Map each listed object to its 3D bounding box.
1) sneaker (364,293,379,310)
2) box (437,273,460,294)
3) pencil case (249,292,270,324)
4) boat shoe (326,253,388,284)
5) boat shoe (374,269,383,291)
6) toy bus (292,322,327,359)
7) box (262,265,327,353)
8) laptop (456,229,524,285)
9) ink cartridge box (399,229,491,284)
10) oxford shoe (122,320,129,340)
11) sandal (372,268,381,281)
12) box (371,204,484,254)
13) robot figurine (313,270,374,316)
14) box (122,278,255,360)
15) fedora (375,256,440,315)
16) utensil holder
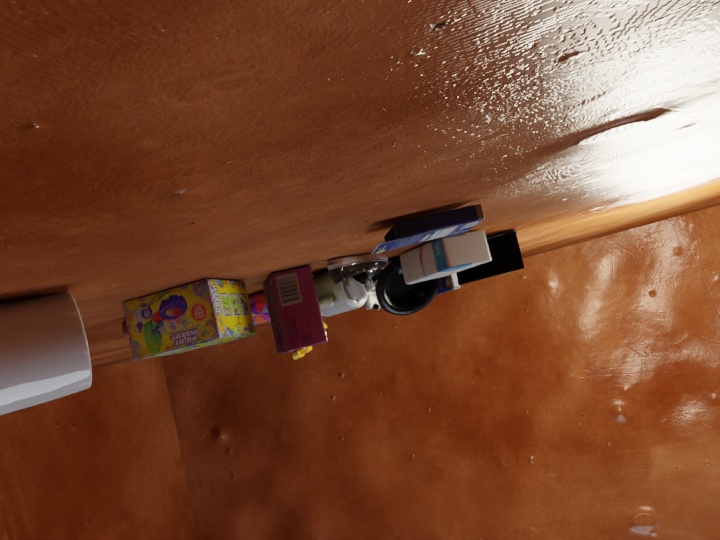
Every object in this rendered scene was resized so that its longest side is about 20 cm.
[{"bbox_3d":[0.073,0.112,2.678,0.198,0.094,0.075,-9,173,-45],"label":"sneaker"},{"bbox_3d":[0.209,0.013,1.949,0.032,0.123,0.199,-11,174,-30],"label":"box"},{"bbox_3d":[-0.240,0.089,1.808,0.198,0.090,0.088,-20,172,34],"label":"pencil case"},{"bbox_3d":[0.000,0.000,1.576,0.069,0.067,0.199,-18,173,36],"label":"boat shoe"},{"bbox_3d":[-0.016,0.030,1.932,0.197,0.073,0.072,-7,146,17],"label":"boat shoe"},{"bbox_3d":[-0.167,0.155,2.084,0.189,0.203,0.136,-22,175,1],"label":"toy bus"},{"bbox_3d":[-0.159,0.097,1.572,0.095,0.179,0.200,-12,175,-15],"label":"box"},{"bbox_3d":[0.367,-0.036,1.899,0.184,0.118,0.200,-15,174,15],"label":"laptop"},{"bbox_3d":[0.214,-0.032,1.707,0.143,0.086,0.199,-10,172,-31],"label":"ink cartridge box"},{"bbox_3d":[-0.530,0.148,1.706,0.074,0.072,0.200,-20,175,7],"label":"oxford shoe"},{"bbox_3d":[0.015,0.003,1.812,0.074,0.049,0.201,-12,161,-20],"label":"sandal"},{"bbox_3d":[0.118,-0.075,1.226,0.197,0.033,0.121,-15,174,-8],"label":"box"},{"bbox_3d":[-0.060,0.053,1.703,0.198,0.114,0.169,-18,-170,38],"label":"robot figurine"},{"bbox_3d":[-0.357,0.103,1.409,0.197,0.124,0.192,-14,175,11],"label":"box"},{"bbox_3d":[0.124,0.026,1.865,0.197,0.204,0.092,-12,-156,-15],"label":"fedora"},{"bbox_3d":[-0.534,0.130,1.018,0.198,0.173,0.169,-14,176,-33],"label":"utensil holder"}]
